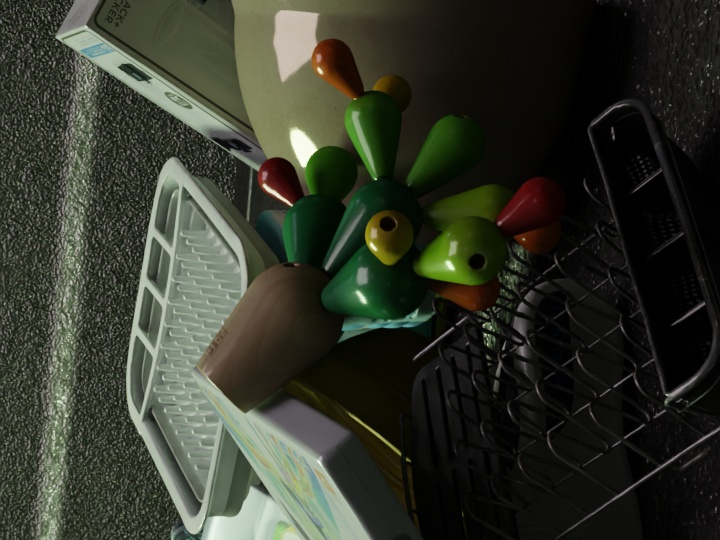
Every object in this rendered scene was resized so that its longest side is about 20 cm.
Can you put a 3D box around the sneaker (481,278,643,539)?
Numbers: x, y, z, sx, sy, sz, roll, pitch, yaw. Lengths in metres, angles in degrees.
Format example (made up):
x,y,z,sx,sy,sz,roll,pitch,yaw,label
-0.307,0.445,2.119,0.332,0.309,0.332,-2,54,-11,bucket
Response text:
x,y,z,sx,sy,sz,roll,pitch,yaw,label
0.090,0.116,0.720,0.112,0.072,0.202,109,171,-65,sneaker

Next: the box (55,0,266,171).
x,y,z,sx,sy,sz,roll,pitch,yaw,label
-0.069,-0.137,0.889,0.060,0.199,0.117,1,63,61,box

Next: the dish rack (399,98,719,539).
x,y,z,sx,sy,sz,roll,pitch,yaw,label
0.079,0.042,0.630,0.200,0.054,0.154,-41,35,31,dish rack

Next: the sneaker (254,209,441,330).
x,y,z,sx,sy,sz,roll,pitch,yaw,label
0.000,0.000,0.900,0.200,0.129,0.080,179,86,-81,sneaker

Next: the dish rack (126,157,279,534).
x,y,z,sx,sy,sz,roll,pitch,yaw,label
-0.088,0.040,0.852,0.200,0.043,0.173,-134,53,-61,dish rack

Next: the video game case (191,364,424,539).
x,y,z,sx,sy,sz,roll,pitch,yaw,label
0.000,0.130,0.679,0.183,0.022,0.200,59,166,-17,video game case

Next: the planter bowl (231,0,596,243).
x,y,z,sx,sy,sz,roll,pitch,yaw,label
0.024,-0.086,0.802,0.200,0.198,0.136,-142,56,-78,planter bowl

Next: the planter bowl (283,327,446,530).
x,y,z,sx,sy,sz,roll,pitch,yaw,label
0.030,0.095,0.880,0.084,0.200,0.200,-49,-1,-18,planter bowl

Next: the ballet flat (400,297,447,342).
x,y,z,sx,sy,sz,roll,pitch,yaw,label
0.040,-0.005,1.056,0.067,0.066,0.202,-83,2,-62,ballet flat

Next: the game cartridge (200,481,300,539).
x,y,z,sx,sy,sz,roll,pitch,yaw,label
-0.018,0.211,0.928,0.040,0.199,0.134,-39,-28,-49,game cartridge

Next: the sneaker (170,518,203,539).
x,y,z,sx,sy,sz,roll,pitch,yaw,label
-0.106,0.119,1.085,0.079,0.095,0.202,131,141,-76,sneaker

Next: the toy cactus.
x,y,z,sx,sy,sz,roll,pitch,yaw,label
-0.008,-0.012,0.635,0.165,0.102,0.200,-46,35,-5,toy cactus

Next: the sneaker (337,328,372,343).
x,y,z,sx,sy,sz,roll,pitch,yaw,label
-0.031,0.053,1.043,0.200,0.088,0.074,54,142,32,sneaker
